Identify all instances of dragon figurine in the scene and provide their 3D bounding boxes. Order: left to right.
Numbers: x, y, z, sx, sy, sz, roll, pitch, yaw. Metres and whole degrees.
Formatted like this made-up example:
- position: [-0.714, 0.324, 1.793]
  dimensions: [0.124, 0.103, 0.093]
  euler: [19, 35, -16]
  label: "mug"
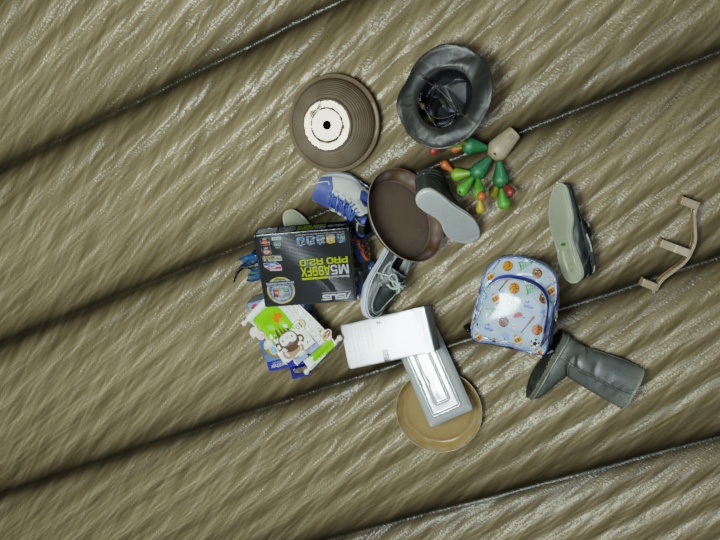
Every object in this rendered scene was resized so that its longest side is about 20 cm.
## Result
- position: [-0.227, -0.014, 1.431]
  dimensions: [0.197, 0.099, 0.060]
  euler: [-17, 102, 22]
  label: "dragon figurine"

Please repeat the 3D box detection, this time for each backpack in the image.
- position: [0.319, 0.065, 1.334]
  dimensions: [0.196, 0.154, 0.194]
  euler: [12, 91, 13]
  label: "backpack"

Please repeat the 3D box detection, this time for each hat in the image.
- position: [0.174, -0.335, 1.286]
  dimensions: [0.197, 0.081, 0.205]
  euler: [-1, 88, 22]
  label: "hat"

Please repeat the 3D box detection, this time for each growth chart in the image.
- position: [-0.155, 0.136, 1.426]
  dimensions: [0.199, 0.018, 0.145]
  euler: [39, 107, -2]
  label: "growth chart"

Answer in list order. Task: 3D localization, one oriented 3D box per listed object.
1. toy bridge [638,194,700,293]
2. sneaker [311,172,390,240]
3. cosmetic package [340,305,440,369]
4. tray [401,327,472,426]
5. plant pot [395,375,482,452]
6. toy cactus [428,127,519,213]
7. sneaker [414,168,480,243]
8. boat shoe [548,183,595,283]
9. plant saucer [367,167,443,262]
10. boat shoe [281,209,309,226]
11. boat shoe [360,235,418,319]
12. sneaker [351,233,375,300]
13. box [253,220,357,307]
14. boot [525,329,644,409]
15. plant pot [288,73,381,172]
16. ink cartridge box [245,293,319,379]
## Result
- position: [0.633, -0.046, 1.309]
  dimensions: [0.066, 0.027, 0.203]
  euler: [19, 107, 4]
  label: "toy bridge"
- position: [-0.012, -0.130, 1.350]
  dimensions: [0.196, 0.116, 0.082]
  euler: [20, 127, 5]
  label: "sneaker"
- position: [0.065, 0.145, 1.421]
  dimensions: [0.197, 0.074, 0.104]
  euler: [-15, 84, 18]
  label: "cosmetic package"
- position: [0.159, 0.234, 1.437]
  dimensions: [0.106, 0.022, 0.203]
  euler: [-26, 80, 15]
  label: "tray"
- position: [0.179, 0.317, 1.484]
  dimensions: [0.196, 0.028, 0.204]
  euler: [3, 105, 9]
  label: "plant pot"
- position: [0.250, -0.221, 1.310]
  dimensions: [0.200, 0.102, 0.165]
  euler: [45, 98, 6]
  label: "toy cactus"
- position: [0.181, -0.138, 1.344]
  dimensions: [0.070, 0.100, 0.199]
  euler: [-30, 132, 29]
  label: "sneaker"
- position: [0.434, -0.080, 1.327]
  dimensions: [0.067, 0.072, 0.204]
  euler: [-16, 95, -23]
  label: "boat shoe"
- position: [0.087, -0.109, 1.327]
  dimensions: [0.034, 0.200, 0.202]
  euler: [-26, 100, 49]
  label: "plant saucer"
- position: [-0.121, -0.035, 1.422]
  dimensions: [0.067, 0.071, 0.202]
  euler: [-30, 90, 48]
  label: "boat shoe"
- position: [0.067, 0.014, 1.375]
  dimensions: [0.073, 0.068, 0.202]
  euler: [33, 84, -36]
  label: "boat shoe"
- position: [0.000, 0.000, 1.419]
  dimensions: [0.075, 0.078, 0.203]
  euler: [-32, 114, -25]
  label: "sneaker"
- position: [-0.110, -0.012, 1.337]
  dimensions: [0.196, 0.044, 0.163]
  euler: [-4, 112, 5]
  label: "box"
- position: [0.479, 0.241, 1.396]
  dimensions: [0.198, 0.073, 0.184]
  euler: [28, 109, -5]
  label: "boot"
- position: [-0.059, -0.302, 1.337]
  dimensions: [0.197, 0.093, 0.205]
  euler: [2, 103, 9]
  label: "plant pot"
- position: [-0.160, 0.142, 1.477]
  dimensions: [0.134, 0.076, 0.203]
  euler: [-16, 102, 14]
  label: "ink cartridge box"
